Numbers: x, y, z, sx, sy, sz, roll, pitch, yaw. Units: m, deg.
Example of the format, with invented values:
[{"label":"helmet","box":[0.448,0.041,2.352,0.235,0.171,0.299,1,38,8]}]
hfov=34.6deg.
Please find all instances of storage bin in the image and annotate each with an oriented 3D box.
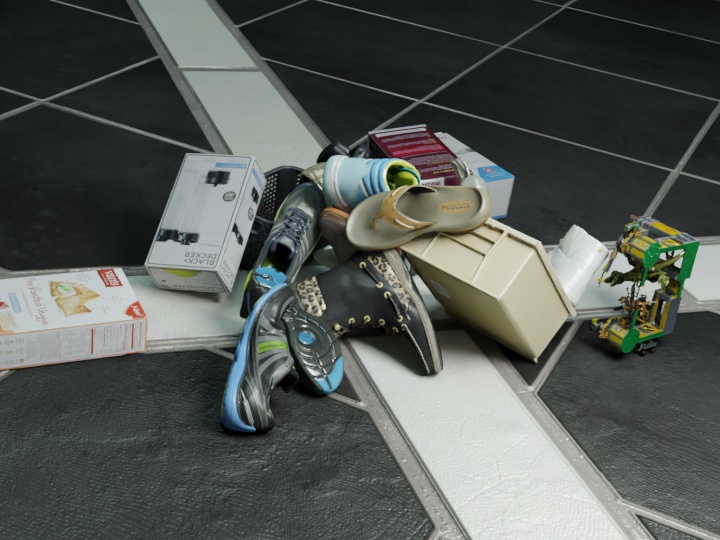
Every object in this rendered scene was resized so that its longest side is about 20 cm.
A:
[{"label":"storage bin","box":[-0.122,-0.079,1.781,0.135,0.094,0.200,22,30,26]},{"label":"storage bin","box":[0.165,0.008,1.569,0.198,0.200,0.094,30,77,35]}]

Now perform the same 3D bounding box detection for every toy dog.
[{"label":"toy dog","box":[0.156,-0.059,1.745,0.096,0.201,0.132,-29,33,-6]}]

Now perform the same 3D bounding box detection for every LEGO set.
[{"label":"LEGO set","box":[0.382,0.009,1.639,0.153,0.201,0.116,-19,35,-32]}]

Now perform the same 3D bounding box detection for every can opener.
[{"label":"can opener","box":[-0.042,-0.157,1.875,0.079,0.200,0.063,45,62,-4]}]

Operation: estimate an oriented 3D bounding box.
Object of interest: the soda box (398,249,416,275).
[{"label":"soda box","box":[0.108,-0.055,1.818,0.063,0.071,0.200,21,29,31]}]

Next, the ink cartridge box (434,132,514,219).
[{"label":"ink cartridge box","box":[0.147,-0.160,2.018,0.144,0.084,0.200,-12,34,-31]}]

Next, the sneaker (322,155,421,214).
[{"label":"sneaker","box":[0.043,-0.093,1.629,0.130,0.080,0.200,2,-21,29]}]

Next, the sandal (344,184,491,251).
[{"label":"sandal","box":[0.070,-0.078,1.501,0.199,0.081,0.054,-8,-22,20]}]

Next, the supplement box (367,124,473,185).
[{"label":"supplement box","box":[0.094,-0.168,1.880,0.108,0.061,0.200,-9,31,-16]}]

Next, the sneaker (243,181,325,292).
[{"label":"sneaker","box":[-0.098,-0.038,1.615,0.074,0.081,0.201,23,70,-5]}]

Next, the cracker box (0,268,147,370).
[{"label":"cracker box","box":[-0.386,0.059,1.481,0.199,0.058,0.134,-6,31,-26]}]

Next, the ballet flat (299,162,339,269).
[{"label":"ballet flat","box":[-0.046,-0.058,1.695,0.075,0.201,0.068,-16,-2,-23]}]

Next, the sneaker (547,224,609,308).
[{"label":"sneaker","box":[0.289,-0.008,1.676,0.074,0.116,0.200,40,-9,-17]}]

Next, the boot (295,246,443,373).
[{"label":"boot","box":[0.013,0.067,1.540,0.150,0.201,0.073,-24,-10,0]}]

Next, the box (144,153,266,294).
[{"label":"box","box":[-0.218,-0.069,1.647,0.116,0.060,0.201,5,59,18]}]

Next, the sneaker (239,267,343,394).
[{"label":"sneaker","box":[-0.090,0.089,1.499,0.073,0.082,0.200,-6,49,-39]}]

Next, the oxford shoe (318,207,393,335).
[{"label":"oxford shoe","box":[0.000,0.000,1.608,0.073,0.071,0.200,-37,83,-30]}]

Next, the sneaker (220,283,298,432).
[{"label":"sneaker","box":[-0.112,0.108,1.404,0.082,0.071,0.200,16,57,-6]}]
